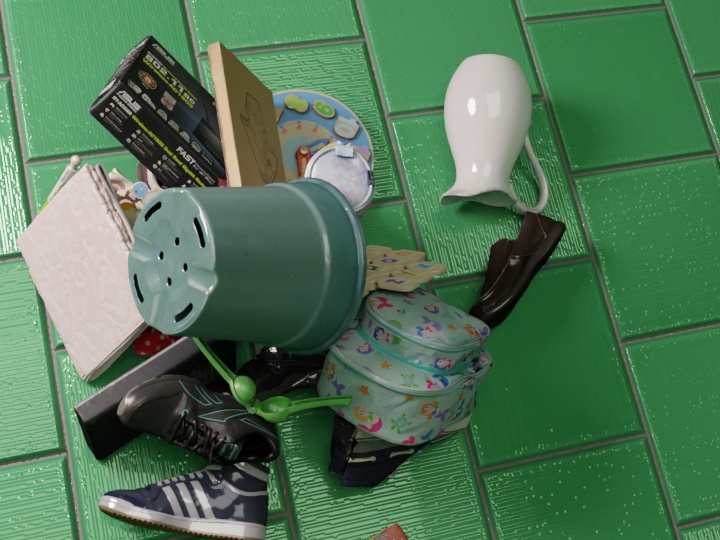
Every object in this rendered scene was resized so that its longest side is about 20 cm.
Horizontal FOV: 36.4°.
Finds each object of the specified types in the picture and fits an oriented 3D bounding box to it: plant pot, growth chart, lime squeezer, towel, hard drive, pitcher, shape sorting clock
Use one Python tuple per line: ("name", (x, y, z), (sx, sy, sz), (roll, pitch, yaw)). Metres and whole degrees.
("plant pot", (-0.129, -0.007, 1.175), (0.195, 0.199, 0.203), (1, 67, -47))
("growth chart", (-0.302, -0.053, 1.361), (0.199, 0.018, 0.146), (32, 108, 0))
("lime squeezer", (-0.113, 0.133, 1.235), (0.198, 0.071, 0.038), (25, 44, 1))
("towel", (-0.320, 0.004, 1.297), (0.032, 0.191, 0.202), (-14, 71, -50))
("hard drive", (-0.235, 0.138, 1.282), (0.199, 0.140, 0.033), (-33, 72, -21))
("pitcher", (0.193, -0.182, 1.514), (0.170, 0.121, 0.203), (11, 78, -30))
("shape sorting clock", (-0.079, -0.155, 1.475), (0.197, 0.039, 0.203), (4, 70, -11))

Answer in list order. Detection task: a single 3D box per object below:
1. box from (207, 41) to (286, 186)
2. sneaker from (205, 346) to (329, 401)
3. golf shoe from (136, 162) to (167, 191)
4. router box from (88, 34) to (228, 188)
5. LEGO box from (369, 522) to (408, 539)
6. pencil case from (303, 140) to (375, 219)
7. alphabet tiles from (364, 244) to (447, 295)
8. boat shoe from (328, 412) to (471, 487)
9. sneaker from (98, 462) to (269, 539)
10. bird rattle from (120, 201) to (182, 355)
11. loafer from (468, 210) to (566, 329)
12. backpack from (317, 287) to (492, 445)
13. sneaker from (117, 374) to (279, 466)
("box", (-0.135, -0.163, 1.373), (0.021, 0.163, 0.202), (-16, 71, 15))
("sneaker", (-0.110, 0.119, 1.350), (0.198, 0.073, 0.083), (-16, 90, -27))
("golf shoe", (-0.233, -0.067, 1.385), (0.076, 0.088, 0.202), (-22, 78, -17))
("router box", (-0.223, -0.175, 1.344), (0.200, 0.062, 0.150), (45, 25, -21))
("LEGO box", (0.030, 0.423, 1.275), (0.148, 0.077, 0.201), (-30, 80, -20))
("pencil case", (-0.036, -0.087, 1.342), (0.082, 0.200, 0.092), (-6, 78, -9))
("alphabet tiles", (0.000, 0.000, 1.364), (0.193, 0.200, 0.015), (9, 108, 27))
("boat shoe", (0.045, 0.213, 1.365), (0.198, 0.075, 0.094), (1, 114, -32))
("sneaker", (-0.201, 0.253, 1.288), (0.198, 0.070, 0.110), (13, 72, -14))
("bird rattle", (-0.246, 0.005, 1.326), (0.162, 0.202, 0.112), (32, 33, 17))
("loafer", (0.198, -0.002, 1.472), (0.071, 0.073, 0.200), (35, 62, 12))
("backpack", (0.051, 0.112, 1.298), (0.176, 0.152, 0.199), (28, 31, 24))
("sneaker", (-0.173, 0.171, 1.226), (0.198, 0.076, 0.079), (13, 28, -35))
